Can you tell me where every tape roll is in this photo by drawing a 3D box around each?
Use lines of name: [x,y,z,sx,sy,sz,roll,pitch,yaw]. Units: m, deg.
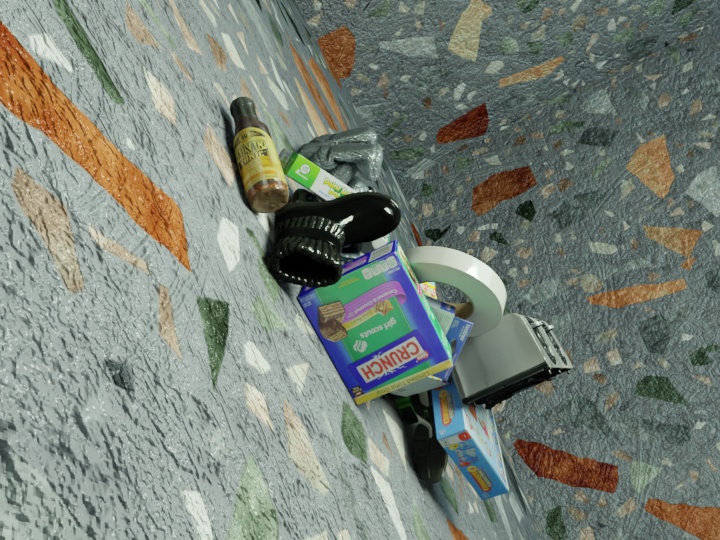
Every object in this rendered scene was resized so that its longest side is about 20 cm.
tape roll: [0.136,0.038,1.110,0.203,0.202,0.037,56,45,-40]

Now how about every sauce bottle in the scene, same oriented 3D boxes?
sauce bottle: [-0.162,-0.181,1.035,0.066,0.066,0.201,47,18,-59]

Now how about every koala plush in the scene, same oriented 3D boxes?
koala plush: [-0.040,-0.187,1.490,0.178,0.182,0.201,-98,-179,-60]

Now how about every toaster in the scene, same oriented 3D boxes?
toaster: [0.258,0.165,1.218,0.180,0.199,0.119,15,49,-58]

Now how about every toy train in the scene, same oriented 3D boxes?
toy train: [0.065,0.212,1.305,0.201,0.041,0.056,61,21,-20]

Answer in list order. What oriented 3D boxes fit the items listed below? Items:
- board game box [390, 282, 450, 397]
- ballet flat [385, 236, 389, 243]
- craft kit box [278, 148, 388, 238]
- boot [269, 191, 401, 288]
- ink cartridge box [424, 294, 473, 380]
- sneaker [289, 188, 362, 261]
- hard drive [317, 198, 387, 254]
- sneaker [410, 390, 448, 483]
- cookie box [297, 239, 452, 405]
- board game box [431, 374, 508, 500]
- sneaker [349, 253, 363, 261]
board game box: [0.082,0.115,1.246,0.105,0.103,0.201,22,53,-46]
ballet flat: [-0.003,-0.084,1.536,0.072,0.072,0.200,61,-17,-17]
craft kit box: [-0.050,-0.137,1.169,0.197,0.049,0.200,28,5,-19]
boot: [-0.031,-0.046,1.012,0.158,0.209,0.080,-106,-171,-61]
ink cartridge box: [0.070,0.090,1.103,0.199,0.120,0.042,22,22,3]
sneaker: [-0.053,-0.077,1.166,0.200,0.095,0.080,47,56,-59]
hard drive: [-0.020,-0.073,1.297,0.199,0.027,0.132,33,-7,33]
sneaker: [0.154,0.311,1.286,0.115,0.075,0.202,39,39,-42]
cookie box: [0.026,0.082,1.046,0.201,0.170,0.075,62,15,-14]
board game box: [0.200,0.285,1.267,0.196,0.056,0.201,55,20,-31]
sneaker: [0.000,0.000,1.373,0.201,0.075,0.115,-101,165,-44]
